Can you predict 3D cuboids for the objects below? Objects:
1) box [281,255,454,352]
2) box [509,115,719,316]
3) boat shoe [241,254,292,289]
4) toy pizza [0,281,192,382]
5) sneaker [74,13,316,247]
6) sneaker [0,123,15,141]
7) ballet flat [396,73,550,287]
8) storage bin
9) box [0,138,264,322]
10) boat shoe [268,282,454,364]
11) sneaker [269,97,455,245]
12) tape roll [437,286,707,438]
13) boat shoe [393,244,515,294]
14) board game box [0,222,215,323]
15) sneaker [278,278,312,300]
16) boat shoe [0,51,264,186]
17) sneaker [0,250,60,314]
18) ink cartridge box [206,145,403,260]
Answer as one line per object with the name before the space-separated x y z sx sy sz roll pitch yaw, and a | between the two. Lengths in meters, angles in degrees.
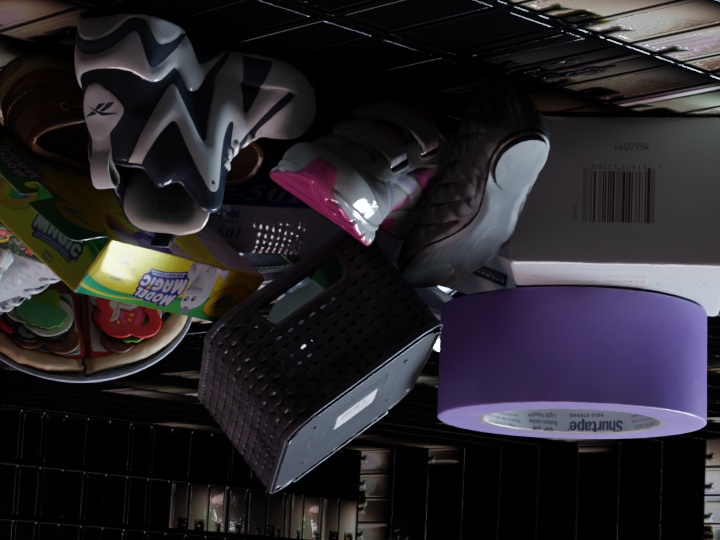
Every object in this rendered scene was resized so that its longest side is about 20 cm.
box | 0.000 0.000 1.647 0.200 0.036 0.144 36 -170 38
box | 0.186 -0.036 1.475 0.152 0.107 0.200 1 170 6
boat shoe | -0.122 -0.029 1.721 0.200 0.071 0.091 6 169 -11
toy pizza | -0.238 0.012 1.742 0.200 0.201 0.032 4 137 -8
sneaker | -0.101 -0.073 1.276 0.079 0.130 0.199 -1 170 29
sneaker | -0.245 -0.085 1.437 0.201 0.067 0.108 2 168 -8
ballet flat | 0.074 -0.051 1.362 0.066 0.057 0.200 -2 147 -25
storage bin | -0.031 0.066 1.448 0.135 0.094 0.200 -35 169 -16
box | -0.162 -0.024 1.340 0.117 0.048 0.200 41 -169 30
boat shoe | 0.019 0.035 1.778 0.200 0.071 0.091 -23 136 -9
sneaker | 0.007 -0.074 1.356 0.081 0.088 0.200 35 -169 11
tape roll | 0.157 0.072 1.530 0.199 0.085 0.200 2 169 0
boat shoe | 0.101 -0.030 1.650 0.200 0.093 0.075 28 134 16
board game box | -0.179 -0.018 1.464 0.200 0.024 0.105 19 -163 -14
sneaker | -0.070 -0.006 1.810 0.199 0.082 0.074 4 170 -4
boat shoe | -0.145 -0.083 1.342 0.200 0.068 0.072 12 123 -38
sneaker | -0.231 0.006 1.547 0.115 0.200 0.075 34 -162 -10
ink cartridge box | -0.025 -0.050 1.506 0.199 0.044 0.094 2 -149 0
